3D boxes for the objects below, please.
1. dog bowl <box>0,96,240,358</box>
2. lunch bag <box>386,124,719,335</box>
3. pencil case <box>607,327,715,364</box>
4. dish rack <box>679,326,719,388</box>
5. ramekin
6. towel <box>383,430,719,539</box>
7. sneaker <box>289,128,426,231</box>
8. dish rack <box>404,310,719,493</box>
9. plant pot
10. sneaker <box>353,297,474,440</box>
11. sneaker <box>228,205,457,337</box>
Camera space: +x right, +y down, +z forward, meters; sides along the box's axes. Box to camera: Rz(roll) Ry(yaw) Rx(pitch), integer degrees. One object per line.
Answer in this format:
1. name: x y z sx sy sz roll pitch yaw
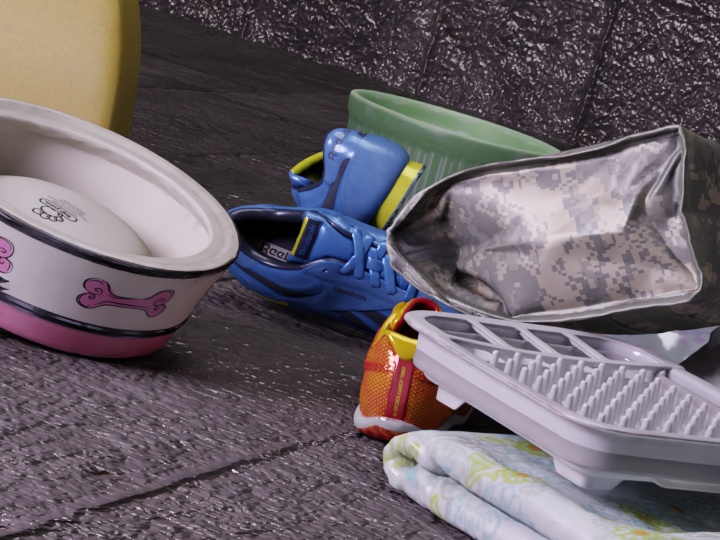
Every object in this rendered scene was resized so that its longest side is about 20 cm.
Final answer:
1. dog bowl: -0.174 -0.022 1.646 0.199 0.074 0.200 23 20 -9
2. lunch bag: 0.132 -0.010 1.687 0.199 0.118 0.164 -10 -9 25
3. pencil case: 0.225 0.081 1.829 0.199 0.084 0.091 22 24 33
4. dish rack: 0.239 0.069 1.655 0.171 0.044 0.200 -5 15 35
5. ramekin: 0.073 -0.087 2.548 0.199 0.098 0.200 16 9 -3
6. towel: 0.133 0.129 1.468 0.171 0.048 0.200 10 10 -39
7. sneaker: -0.015 -0.048 1.981 0.078 0.066 0.200 31 -23 -1
8. dish rack: 0.128 0.075 1.507 0.171 0.044 0.200 9 11 -33
9. plant pot: -0.249 -0.156 2.044 0.195 0.201 0.194 17 9 -2
10. sneaker: 0.040 0.053 1.681 0.073 0.077 0.200 14 7 0
11. sneaker: 0.000 0.000 1.877 0.199 0.066 0.078 14 -16 13
